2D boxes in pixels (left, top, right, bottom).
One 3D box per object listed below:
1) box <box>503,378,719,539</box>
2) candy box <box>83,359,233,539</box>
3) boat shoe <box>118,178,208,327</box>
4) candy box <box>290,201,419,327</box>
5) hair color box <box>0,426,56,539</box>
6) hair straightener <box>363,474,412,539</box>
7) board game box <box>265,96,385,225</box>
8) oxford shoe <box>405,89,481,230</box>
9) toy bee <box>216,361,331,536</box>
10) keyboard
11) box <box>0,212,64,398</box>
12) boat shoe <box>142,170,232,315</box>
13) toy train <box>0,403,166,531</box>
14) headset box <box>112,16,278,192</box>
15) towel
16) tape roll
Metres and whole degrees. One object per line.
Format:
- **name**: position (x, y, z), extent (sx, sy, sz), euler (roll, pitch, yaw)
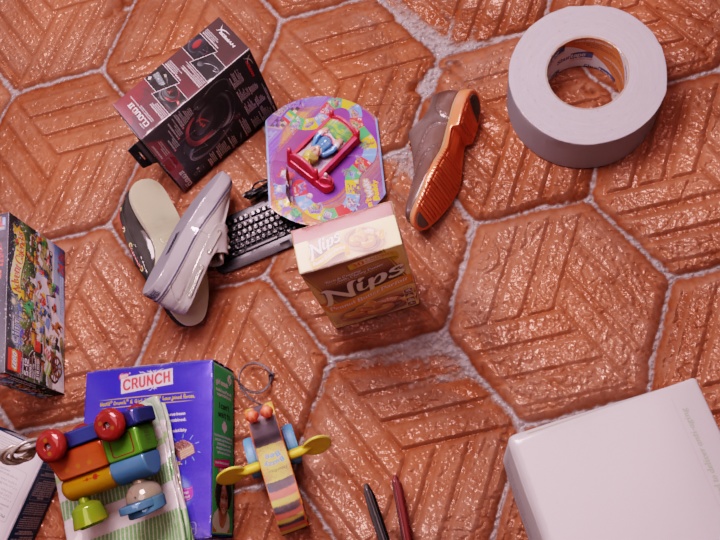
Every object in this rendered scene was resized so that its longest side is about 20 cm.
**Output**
- **box**: position (0.267, 0.244, 0.782), extent (0.196, 0.172, 0.203), euler (-19, 69, 3)
- **candy box**: position (-0.240, 0.218, 0.926), extent (0.165, 0.077, 0.204), euler (-6, 72, 9)
- **boat shoe**: position (-0.258, -0.017, 1.020), extent (0.073, 0.063, 0.204), euler (-16, 77, -42)
- **candy box**: position (0.000, 0.000, 0.895), extent (0.113, 0.200, 0.056), euler (-17, 68, 3)
- **hair color box**: position (-0.448, 0.302, 0.939), extent (0.098, 0.061, 0.203), euler (17, 74, 15)
- **hair straightener**: position (0.029, 0.339, 0.866), extent (0.075, 0.041, 0.204), euler (-14, 74, 4)
- **board game box**: position (-0.048, -0.157, 1.022), extent (0.154, 0.039, 0.204), euler (-4, 66, -3)
- **oxford shoe**: position (0.093, -0.145, 1.009), extent (0.072, 0.071, 0.203), euler (11, 68, 33)
- **toy bee**: position (-0.112, 0.200, 0.889), extent (0.130, 0.109, 0.201), euler (-38, 75, -14)
- **keyboard**: position (-0.117, -0.080, 1.027), extent (0.197, 0.040, 0.106), euler (-23, 70, 0)
- **box**: position (-0.425, 0.048, 0.982), extent (0.037, 0.137, 0.204), euler (-10, 70, 5)
- **boat shoe**: position (-0.201, -0.034, 0.989), extent (0.069, 0.070, 0.203), euler (37, 53, -24)
- **toy train**: position (-0.308, 0.227, 0.838), extent (0.196, 0.085, 0.118), euler (-20, 81, 7)
- **headset box**: position (-0.220, -0.209, 1.030), extent (0.199, 0.149, 0.075), euler (-42, 69, -6)
- **towel**: position (-0.266, 0.260, 0.864), extent (0.150, 0.023, 0.203), euler (-21, 70, 5)
- **tape roll**: position (0.289, -0.238, 1.001), extent (0.196, 0.066, 0.205), euler (-3, 72, 8)
